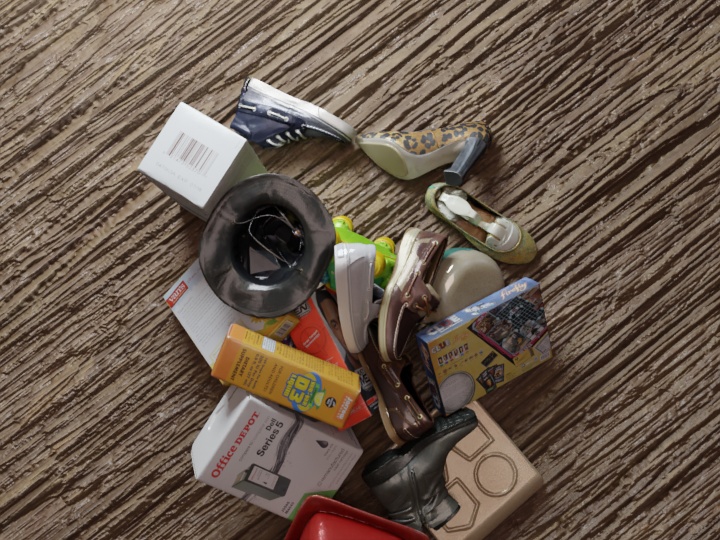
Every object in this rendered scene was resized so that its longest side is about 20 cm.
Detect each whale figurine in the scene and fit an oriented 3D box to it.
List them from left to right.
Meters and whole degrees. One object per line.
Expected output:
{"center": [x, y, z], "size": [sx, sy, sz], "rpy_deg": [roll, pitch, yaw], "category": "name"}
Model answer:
{"center": [0.142, 0.062, 1.272], "size": [0.159, 0.104, 0.201], "rpy_deg": [-2, 107, -29], "category": "whale figurine"}

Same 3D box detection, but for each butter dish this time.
{"center": [-0.023, 0.448, 1.164], "size": [0.199, 0.148, 0.200], "rpy_deg": [22, 116, -6], "category": "butter dish"}

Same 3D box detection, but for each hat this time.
{"center": [-0.129, -0.036, 1.181], "size": [0.200, 0.081, 0.201], "rpy_deg": [0, 94, 2], "category": "hat"}

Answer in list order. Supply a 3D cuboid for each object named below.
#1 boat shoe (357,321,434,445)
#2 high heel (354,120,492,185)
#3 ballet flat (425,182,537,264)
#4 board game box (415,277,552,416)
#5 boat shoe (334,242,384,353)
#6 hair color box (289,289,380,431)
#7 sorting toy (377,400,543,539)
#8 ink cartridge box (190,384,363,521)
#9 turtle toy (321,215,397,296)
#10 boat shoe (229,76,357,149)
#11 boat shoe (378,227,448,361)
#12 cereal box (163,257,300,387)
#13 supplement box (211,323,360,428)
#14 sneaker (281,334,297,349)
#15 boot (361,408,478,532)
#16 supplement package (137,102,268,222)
{"center": [0.052, 0.157, 1.241], "size": [0.070, 0.070, 0.200], "rpy_deg": [-37, 61, 25], "category": "boat shoe"}
{"center": [0.104, -0.209, 1.327], "size": [0.199, 0.072, 0.143], "rpy_deg": [21, 52, 22], "category": "high heel"}
{"center": [0.188, -0.073, 1.293], "size": [0.200, 0.071, 0.071], "rpy_deg": [34, 85, 4], "category": "ballet flat"}
{"center": [0.187, 0.112, 1.231], "size": [0.200, 0.035, 0.136], "rpy_deg": [-25, 118, -17], "category": "board game box"}
{"center": [0.003, 0.040, 1.177], "size": [0.068, 0.072, 0.201], "rpy_deg": [-5, 127, 2], "category": "boat shoe"}
{"center": [-0.038, 0.130, 1.251], "size": [0.061, 0.101, 0.200], "rpy_deg": [-30, 85, 17], "category": "hair color box"}
{"center": [0.151, 0.308, 1.271], "size": [0.185, 0.036, 0.200], "rpy_deg": [-40, 89, -3], "category": "sorting toy"}
{"center": [-0.122, 0.261, 1.200], "size": [0.200, 0.084, 0.146], "rpy_deg": [30, 98, -24], "category": "ink cartridge box"}
{"center": [0.000, 0.000, 1.261], "size": [0.200, 0.146, 0.101], "rpy_deg": [28, 106, 4], "category": "turtle toy"}
{"center": [-0.110, -0.224, 1.316], "size": [0.200, 0.075, 0.093], "rpy_deg": [26, 91, 11], "category": "boat shoe"}
{"center": [0.079, 0.035, 1.176], "size": [0.072, 0.072, 0.201], "rpy_deg": [9, 69, 23], "category": "boat shoe"}
{"center": [-0.197, 0.056, 1.243], "size": [0.144, 0.040, 0.200], "rpy_deg": [-46, 57, 7], "category": "cereal box"}
{"center": [-0.101, 0.146, 1.152], "size": [0.199, 0.069, 0.067], "rpy_deg": [22, 100, -9], "category": "supplement box"}
{"center": [-0.120, 0.103, 1.276], "size": [0.200, 0.073, 0.114], "rpy_deg": [32, 82, 4], "category": "sneaker"}
{"center": [0.111, 0.302, 1.228], "size": [0.200, 0.068, 0.131], "rpy_deg": [-33, 95, 2], "category": "boot"}
{"center": [-0.224, -0.142, 1.234], "size": [0.117, 0.200, 0.118], "rpy_deg": [30, 84, 9], "category": "supplement package"}
